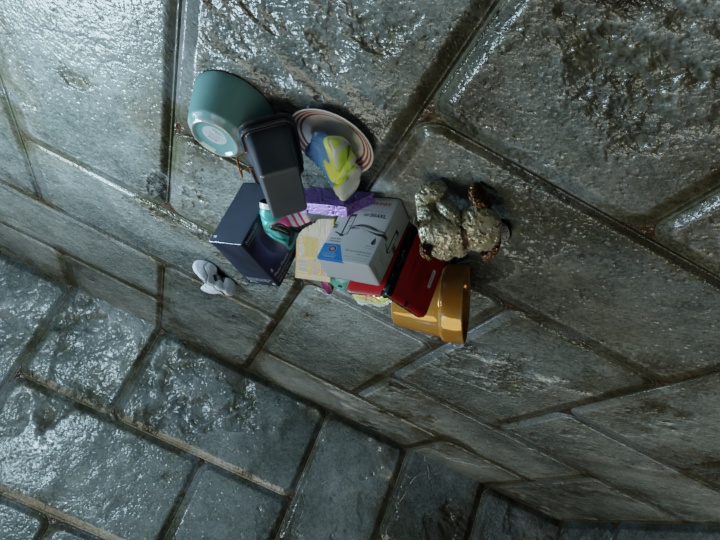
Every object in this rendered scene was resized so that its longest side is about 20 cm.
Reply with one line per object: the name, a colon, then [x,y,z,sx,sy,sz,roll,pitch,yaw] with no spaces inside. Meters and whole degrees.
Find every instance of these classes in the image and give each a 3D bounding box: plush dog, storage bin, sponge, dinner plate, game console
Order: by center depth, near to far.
plush dog: [0.213,-0.089,1.363,0.171,0.161,0.201,-10,121,16]
storage bin: [-0.185,-0.212,1.384,0.145,0.135,0.200,-15,150,-5]
dinner plate: [-0.061,-0.282,1.391,0.199,0.024,0.200,19,153,10]
sponge: [-0.076,-0.163,1.524,0.199,0.111,0.030,10,118,35]
game console: [0.092,0.001,1.561,0.172,0.201,0.119,33,154,-19]

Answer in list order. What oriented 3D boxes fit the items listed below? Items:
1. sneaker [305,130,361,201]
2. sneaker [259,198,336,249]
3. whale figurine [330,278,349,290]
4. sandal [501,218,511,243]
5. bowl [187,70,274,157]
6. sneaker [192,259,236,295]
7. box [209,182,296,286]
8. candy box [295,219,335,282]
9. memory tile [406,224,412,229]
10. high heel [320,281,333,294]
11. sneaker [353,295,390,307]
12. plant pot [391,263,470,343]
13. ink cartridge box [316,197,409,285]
sneaker: [-0.060,-0.235,1.394,0.105,0.076,0.200,35,159,20]
sneaker: [-0.157,-0.113,1.628,0.199,0.084,0.121,3,111,-6]
whale figurine: [-0.012,0.001,1.799,0.199,0.104,0.159,-4,143,40]
sandal: [0.251,-0.080,1.477,0.199,0.045,0.075,-9,113,28]
bowl: [-0.297,-0.325,1.415,0.200,0.105,0.201,19,155,9]
sneaker: [-0.557,0.031,2.353,0.115,0.075,0.200,-4,147,40]
box: [-0.264,-0.095,1.717,0.123,0.201,0.198,6,150,34]
candy box: [-0.123,-0.062,1.732,0.102,0.026,0.201,7,122,2]
memory tile: [0.133,-0.061,1.658,0.153,0.017,0.200,10,151,26]
high heel: [-0.130,-0.003,1.933,0.096,0.068,0.200,7,136,12]
sneaker: [0.033,0.055,1.899,0.200,0.078,0.090,-10,132,47]
plant pot: [0.179,0.081,1.638,0.182,0.201,0.200,2,149,15]
ink cartridge box: [0.008,-0.076,1.523,0.146,0.200,0.084,8,148,29]
